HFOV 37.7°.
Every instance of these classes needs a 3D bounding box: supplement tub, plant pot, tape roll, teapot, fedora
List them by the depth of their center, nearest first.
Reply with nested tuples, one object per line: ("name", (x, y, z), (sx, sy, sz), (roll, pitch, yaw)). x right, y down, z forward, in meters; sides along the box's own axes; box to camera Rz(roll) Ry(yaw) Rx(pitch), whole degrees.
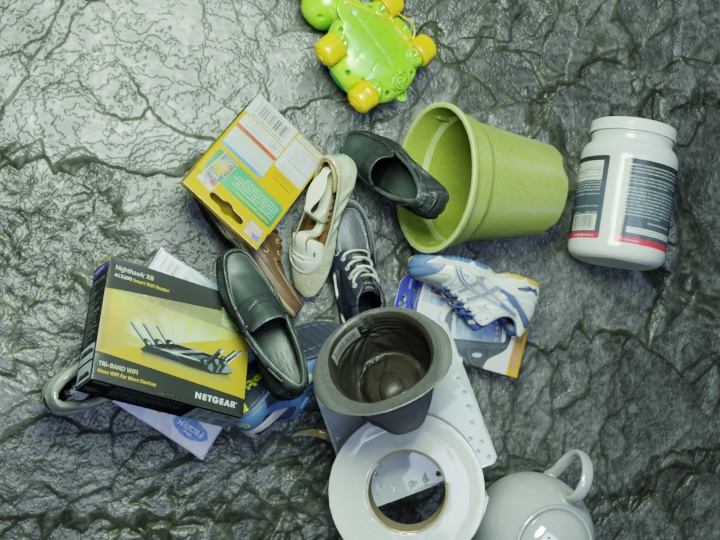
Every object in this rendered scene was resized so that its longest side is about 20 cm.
("fedora", (0.035, 0.136, 1.311), (0.176, 0.200, 0.091), (-27, 126, -7))
("tape roll", (0.061, 0.281, 1.354), (0.201, 0.071, 0.204), (0, 84, 4))
("plant pot", (0.174, -0.119, 1.448), (0.183, 0.200, 0.202), (3, 88, -29))
("teapot", (0.254, 0.376, 1.471), (0.197, 0.146, 0.201), (-22, 94, -17))
("supplement tub", (0.380, -0.109, 1.523), (0.140, 0.140, 0.201), (11, 86, -17))

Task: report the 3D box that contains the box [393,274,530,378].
("box", (0.143, 0.071, 1.498), (0.199, 0.041, 0.120), (16, 84, -19))

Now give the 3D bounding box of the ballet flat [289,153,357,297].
("ballet flat", (-0.062, -0.062, 1.403), (0.062, 0.067, 0.201), (4, 105, -58))

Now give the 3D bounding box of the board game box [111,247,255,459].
("board game box", (-0.235, 0.108, 1.377), (0.200, 0.041, 0.200), (36, 79, -13))

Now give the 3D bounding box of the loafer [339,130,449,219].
("loafer", (0.035, -0.135, 1.395), (0.070, 0.200, 0.068), (20, 106, -49))

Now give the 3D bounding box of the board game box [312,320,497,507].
("board game box", (0.055, 0.194, 1.411), (0.199, 0.026, 0.201), (-21, 84, 2))

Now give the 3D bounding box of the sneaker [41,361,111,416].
("sneaker", (-0.291, 0.120, 1.292), (0.199, 0.088, 0.074), (-32, 95, -18))

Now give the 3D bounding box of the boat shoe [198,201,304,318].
("boat shoe", (-0.132, -0.029, 1.396), (0.067, 0.072, 0.200), (-37, 97, -13))

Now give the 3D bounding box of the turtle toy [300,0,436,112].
("turtle toy", (-0.002, -0.309, 1.427), (0.146, 0.101, 0.200), (-40, 100, -16))

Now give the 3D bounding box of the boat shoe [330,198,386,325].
("boat shoe", (0.000, 0.000, 1.425), (0.074, 0.093, 0.201), (-8, 92, -20))

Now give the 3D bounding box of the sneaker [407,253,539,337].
("sneaker", (0.153, 0.035, 1.443), (0.199, 0.075, 0.089), (16, 83, -16))

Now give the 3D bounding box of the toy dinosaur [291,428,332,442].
("toy dinosaur", (0.015, 0.233, 1.445), (0.199, 0.058, 0.102), (27, 82, -15))

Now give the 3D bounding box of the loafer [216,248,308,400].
("loafer", (-0.115, 0.060, 1.282), (0.068, 0.070, 0.201), (-22, 80, -24))

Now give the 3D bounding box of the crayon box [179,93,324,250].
("crayon box", (-0.143, -0.121, 1.361), (0.126, 0.052, 0.200), (43, 48, -12))

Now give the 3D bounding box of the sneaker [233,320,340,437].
("sneaker", (-0.094, 0.141, 1.383), (0.200, 0.074, 0.083), (-35, 134, -22))

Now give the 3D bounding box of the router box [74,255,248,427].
("router box", (-0.232, 0.088, 1.275), (0.199, 0.052, 0.158), (19, 58, -31))
